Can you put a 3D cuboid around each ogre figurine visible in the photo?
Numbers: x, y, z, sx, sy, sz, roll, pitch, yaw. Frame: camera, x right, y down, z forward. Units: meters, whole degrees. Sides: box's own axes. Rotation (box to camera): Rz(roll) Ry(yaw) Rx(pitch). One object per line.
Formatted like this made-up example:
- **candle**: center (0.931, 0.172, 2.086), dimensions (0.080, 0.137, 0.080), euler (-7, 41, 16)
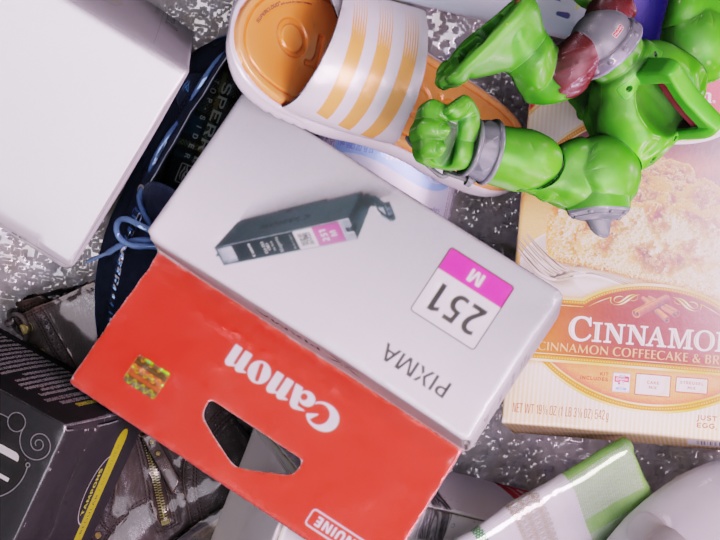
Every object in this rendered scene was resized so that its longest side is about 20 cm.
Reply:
- **ogre figurine**: center (0.119, -0.104, 1.412), dimensions (0.120, 0.098, 0.200), euler (43, 52, -14)

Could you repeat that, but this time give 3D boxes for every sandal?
- **sandal**: center (0.023, -0.101, 1.458), dimensions (0.206, 0.059, 0.079), euler (22, 64, -34)

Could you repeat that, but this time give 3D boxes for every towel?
- **towel**: center (0.078, 0.189, 1.481), dimensions (0.200, 0.031, 0.149), euler (-32, 135, -9)

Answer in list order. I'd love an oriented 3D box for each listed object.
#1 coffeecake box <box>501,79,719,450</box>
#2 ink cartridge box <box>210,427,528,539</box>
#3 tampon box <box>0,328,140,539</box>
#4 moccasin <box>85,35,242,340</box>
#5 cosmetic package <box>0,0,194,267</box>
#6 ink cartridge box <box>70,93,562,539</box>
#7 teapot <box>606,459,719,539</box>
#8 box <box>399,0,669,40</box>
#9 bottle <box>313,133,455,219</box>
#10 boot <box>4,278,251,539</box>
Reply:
- **coffeecake box**: center (0.161, -0.009, 1.496), dimensions (0.153, 0.073, 0.201), euler (4, 83, 8)
- **ink cartridge box**: center (0.015, 0.181, 1.539), dimensions (0.199, 0.083, 0.147), euler (16, 103, -25)
- **tampon box**: center (-0.243, 0.098, 1.492), dimensions (0.200, 0.126, 0.150), euler (28, 98, 14)
- **moccasin**: center (-0.099, -0.035, 1.512), dimensions (0.080, 0.068, 0.201), euler (13, 83, -12)
- **cosmetic package**: center (-0.198, -0.116, 1.450), dimensions (0.200, 0.199, 0.123), euler (32, 97, -8)
- **ink cartridge box**: center (-0.025, 0.034, 1.444), dimensions (0.200, 0.044, 0.174), euler (32, 80, 8)
- **teapot**: center (0.211, 0.201, 1.466), dimensions (0.199, 0.146, 0.198), euler (-9, 124, -32)
- **box**: center (0.078, -0.228, 1.494), dimensions (0.199, 0.105, 0.185), euler (12, 100, -5)
- **bottle**: center (0.000, 0.000, 1.548), dimensions (0.083, 0.065, 0.201), euler (11, 99, -10)
- **boot**: center (-0.149, 0.094, 1.566), dimensions (0.200, 0.069, 0.175), euler (-29, 95, -2)
